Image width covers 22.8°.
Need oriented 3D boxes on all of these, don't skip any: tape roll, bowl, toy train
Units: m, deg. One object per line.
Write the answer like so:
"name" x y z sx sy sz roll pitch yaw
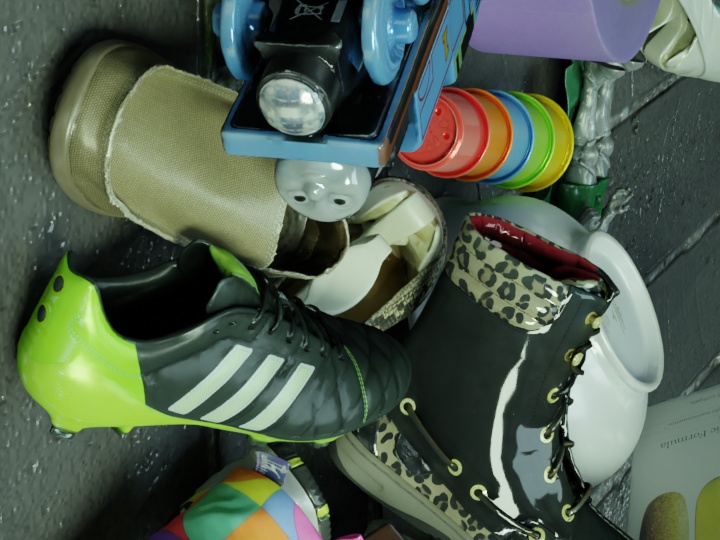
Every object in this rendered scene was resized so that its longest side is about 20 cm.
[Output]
"tape roll" 0.113 -0.217 0.980 0.200 0.084 0.202 8 90 -69
"bowl" 0.114 0.037 1.034 0.201 0.090 0.203 41 37 -41
"toy train" 0.001 -0.108 0.758 0.201 0.086 0.115 -71 158 -43

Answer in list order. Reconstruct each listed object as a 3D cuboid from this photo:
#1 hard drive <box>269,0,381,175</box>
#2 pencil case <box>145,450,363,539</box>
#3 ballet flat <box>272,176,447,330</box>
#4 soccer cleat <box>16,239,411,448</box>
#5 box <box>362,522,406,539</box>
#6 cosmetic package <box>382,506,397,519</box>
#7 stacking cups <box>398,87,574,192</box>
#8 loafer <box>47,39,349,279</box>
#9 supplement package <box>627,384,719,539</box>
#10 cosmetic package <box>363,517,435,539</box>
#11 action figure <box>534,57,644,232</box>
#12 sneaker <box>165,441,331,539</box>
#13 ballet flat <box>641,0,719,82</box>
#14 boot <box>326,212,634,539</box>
"hard drive" -0.004 -0.153 0.881 0.133 0.026 0.200 -63 151 -23
"pencil case" -0.091 0.166 0.760 0.200 0.088 0.089 -39 139 -25
"ballet flat" 0.000 0.000 0.906 0.200 0.068 0.075 -45 176 -42
"soccer cleat" -0.050 0.030 0.769 0.199 0.068 0.082 2 124 -38
"box" -0.037 0.217 0.835 0.199 0.100 0.075 -30 135 -15
"cosmetic package" 0.073 0.187 1.142 0.113 0.080 0.202 -39 135 -48
"stacking cups" 0.063 -0.072 0.993 0.200 0.060 0.061 -8 110 -67
"loafer" -0.062 -0.044 0.777 0.200 0.067 0.077 24 81 -63
"supplement package" 0.221 0.165 1.009 0.110 0.113 0.201 58 25 -26
"cosmetic package" 0.073 0.193 1.005 0.199 0.074 0.103 7 101 -56
"action figure" 0.146 -0.044 1.200 0.118 0.054 0.202 -27 131 -59
"sneaker" -0.060 0.172 0.910 0.076 0.075 0.202 -21 129 -23
"ballet flat" 0.219 -0.184 1.269 0.070 0.069 0.200 -64 147 -21
"boot" 0.098 0.080 0.900 0.155 0.202 0.073 -62 174 21
